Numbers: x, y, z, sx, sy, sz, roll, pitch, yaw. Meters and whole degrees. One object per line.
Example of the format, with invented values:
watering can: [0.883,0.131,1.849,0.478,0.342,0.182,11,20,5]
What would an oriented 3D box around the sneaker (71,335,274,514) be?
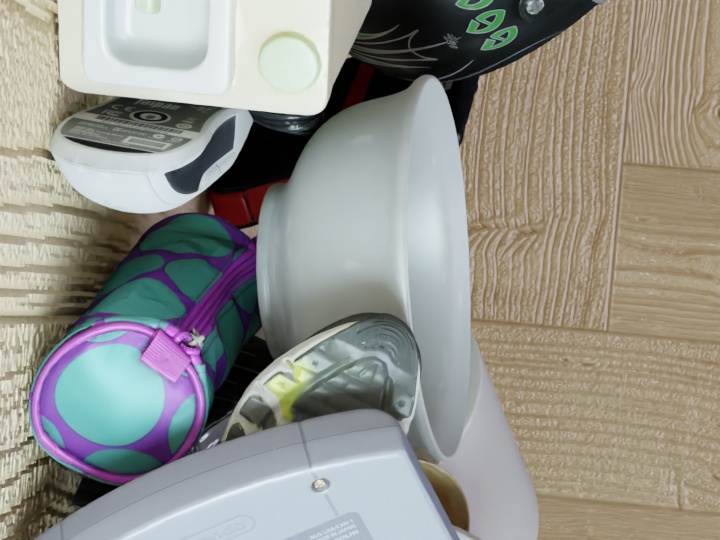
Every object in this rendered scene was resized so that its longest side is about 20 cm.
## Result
sneaker: [-0.102,0.109,1.159,0.200,0.078,0.091,-61,157,-46]

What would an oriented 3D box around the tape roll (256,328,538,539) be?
tape roll: [-0.001,0.128,1.333,0.203,0.202,0.139,-78,154,-44]

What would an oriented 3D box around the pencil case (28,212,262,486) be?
pencil case: [-0.097,0.035,1.062,0.085,0.092,0.200,54,16,-11]

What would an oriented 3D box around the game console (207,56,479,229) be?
game console: [-0.004,-0.097,1.399,0.200,0.176,0.031,-73,144,-61]

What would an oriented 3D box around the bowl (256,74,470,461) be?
bowl: [0.000,0.000,1.108,0.201,0.090,0.202,-2,90,-79]

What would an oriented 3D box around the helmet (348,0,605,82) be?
helmet: [0.044,-0.211,1.295,0.200,0.190,0.201,-13,90,-69]

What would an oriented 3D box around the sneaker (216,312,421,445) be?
sneaker: [-0.040,0.086,1.029,0.200,0.074,0.085,-51,-168,25]

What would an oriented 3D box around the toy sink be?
toy sink: [-0.069,-0.145,1.002,0.200,0.130,0.112,-72,166,-64]

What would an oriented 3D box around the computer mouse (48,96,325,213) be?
computer mouse: [-0.094,-0.064,1.049,0.200,0.109,0.044,-45,144,-64]

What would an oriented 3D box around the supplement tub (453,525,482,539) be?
supplement tub: [0.009,0.243,1.141,0.140,0.140,0.201,-74,179,-58]

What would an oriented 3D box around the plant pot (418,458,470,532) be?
plant pot: [-0.027,0.177,1.184,0.027,0.200,0.200,43,-32,39]

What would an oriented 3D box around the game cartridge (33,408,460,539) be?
game cartridge: [-0.058,0.138,0.977,0.041,0.199,0.134,-109,174,-45]
